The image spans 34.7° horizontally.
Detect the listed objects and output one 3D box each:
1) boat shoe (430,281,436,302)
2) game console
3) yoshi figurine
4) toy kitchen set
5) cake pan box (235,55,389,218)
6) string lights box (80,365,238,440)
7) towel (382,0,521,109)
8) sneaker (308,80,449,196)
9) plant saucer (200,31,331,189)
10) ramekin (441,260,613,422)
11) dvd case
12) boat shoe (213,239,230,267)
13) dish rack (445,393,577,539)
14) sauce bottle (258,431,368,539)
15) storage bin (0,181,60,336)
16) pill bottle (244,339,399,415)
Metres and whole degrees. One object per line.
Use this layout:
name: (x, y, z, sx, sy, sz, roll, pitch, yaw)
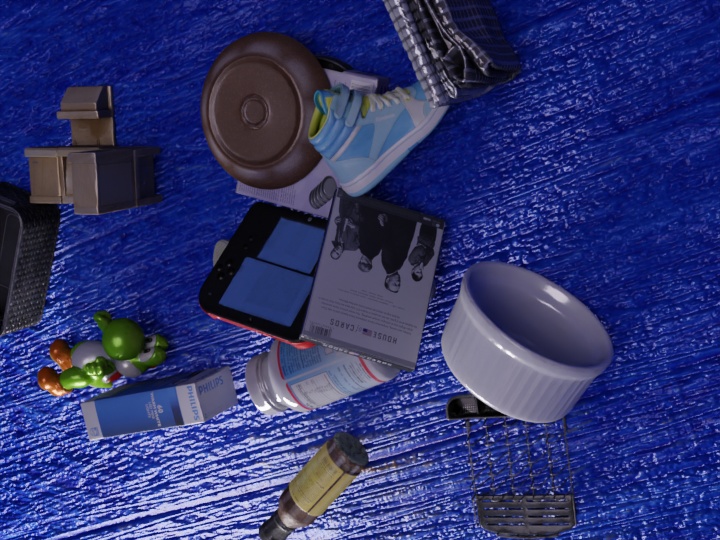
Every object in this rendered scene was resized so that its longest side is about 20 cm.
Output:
boat shoe: (0.000, 0.000, 1.503, 0.198, 0.070, 0.072, 26, 109, 16)
game console: (-0.100, 0.002, 1.488, 0.198, 0.031, 0.179, 17, 69, 30)
yoshi figurine: (-0.376, 0.115, 1.668, 0.197, 0.112, 0.114, -14, 87, 22)
toy kitchen set: (-0.401, -0.169, 1.584, 0.197, 0.180, 0.166, 1, 99, 18)
cake pan box: (-0.065, -0.178, 1.511, 0.181, 0.052, 0.204, 13, 105, 19)
string lights box: (-0.286, 0.188, 1.641, 0.197, 0.103, 0.060, -12, 94, 25)
towel: (0.108, -0.285, 1.335, 0.085, 0.200, 0.168, -25, 90, 23)
sneaker: (0.019, -0.202, 1.408, 0.200, 0.079, 0.131, -47, 112, -2)
plant saucer: (-0.130, -0.205, 1.489, 0.197, 0.037, 0.204, 4, 99, 24)
ramekin: (0.192, 0.088, 1.371, 0.199, 0.200, 0.099, 34, 118, 14)
dvd case: (0.017, 0.010, 1.432, 0.148, 0.025, 0.203, 17, 69, -8)
boat shoe: (-0.131, 0.019, 1.561, 0.199, 0.062, 0.076, 33, 119, 37)
dish rack: (0.198, 0.249, 1.472, 0.151, 0.054, 0.204, -5, 98, 25)
sauce bottle: (-0.070, 0.308, 1.591, 0.065, 0.065, 0.200, 46, 112, 9)
storage bin: (-0.541, -0.018, 1.720, 0.133, 0.094, 0.203, 21, 108, 18)
pill bottle: (-0.052, 0.122, 1.526, 0.198, 0.108, 0.110, -22, 90, 25)
